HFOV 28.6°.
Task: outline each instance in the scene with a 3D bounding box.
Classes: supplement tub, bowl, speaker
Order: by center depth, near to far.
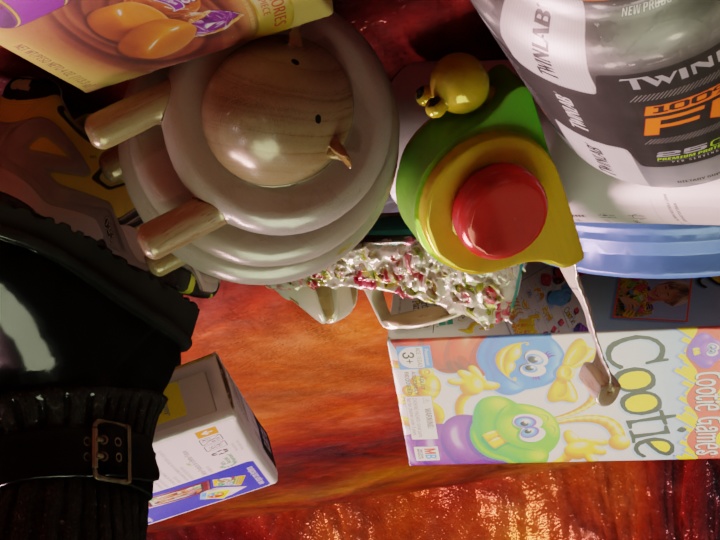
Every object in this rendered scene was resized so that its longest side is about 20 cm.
[{"bbox_3d":[0.102,-0.112,0.507,0.121,0.124,0.200,-13,165,17],"label":"supplement tub"},{"bbox_3d":[0.110,-0.062,0.668,0.198,0.083,0.081,3,174,35],"label":"speaker"},{"bbox_3d":[0.175,-0.041,0.775,0.197,0.040,0.201,-6,-163,2],"label":"bowl"}]

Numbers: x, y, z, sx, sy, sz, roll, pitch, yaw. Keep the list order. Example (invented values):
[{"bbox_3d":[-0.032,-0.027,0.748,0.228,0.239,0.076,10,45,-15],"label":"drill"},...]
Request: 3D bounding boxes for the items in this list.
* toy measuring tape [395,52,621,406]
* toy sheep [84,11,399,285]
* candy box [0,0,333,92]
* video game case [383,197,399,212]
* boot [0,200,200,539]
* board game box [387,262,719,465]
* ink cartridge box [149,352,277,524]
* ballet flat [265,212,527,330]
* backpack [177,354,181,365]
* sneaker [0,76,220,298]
[{"bbox_3d":[0.063,-0.006,0.636,0.073,0.074,0.202,-12,125,16],"label":"toy measuring tape"},{"bbox_3d":[-0.047,-0.056,0.626,0.136,0.140,0.200,-6,180,-9],"label":"toy sheep"},{"bbox_3d":[-0.100,-0.128,0.468,0.115,0.057,0.200,-14,165,19],"label":"candy box"},{"bbox_3d":[-0.066,-0.031,0.905,0.179,0.024,0.200,-2,163,-24],"label":"video game case"},{"bbox_3d":[-0.156,0.062,0.625,0.079,0.160,0.210,1,160,38],"label":"boot"},{"bbox_3d":[0.123,0.040,0.823,0.197,0.106,0.104,-3,129,11],"label":"board game box"},{"bbox_3d":[-0.154,0.119,0.808,0.197,0.048,0.198,-17,163,-2],"label":"ink cartridge box"},{"bbox_3d":[0.000,0.000,0.771,0.198,0.065,0.075,4,-160,36],"label":"ballet flat"},{"bbox_3d":[-0.220,0.043,0.828,0.198,0.153,0.176,-10,177,-39],"label":"backpack"},{"bbox_3d":[-0.123,-0.036,0.728,0.074,0.078,0.200,8,169,22],"label":"sneaker"}]
